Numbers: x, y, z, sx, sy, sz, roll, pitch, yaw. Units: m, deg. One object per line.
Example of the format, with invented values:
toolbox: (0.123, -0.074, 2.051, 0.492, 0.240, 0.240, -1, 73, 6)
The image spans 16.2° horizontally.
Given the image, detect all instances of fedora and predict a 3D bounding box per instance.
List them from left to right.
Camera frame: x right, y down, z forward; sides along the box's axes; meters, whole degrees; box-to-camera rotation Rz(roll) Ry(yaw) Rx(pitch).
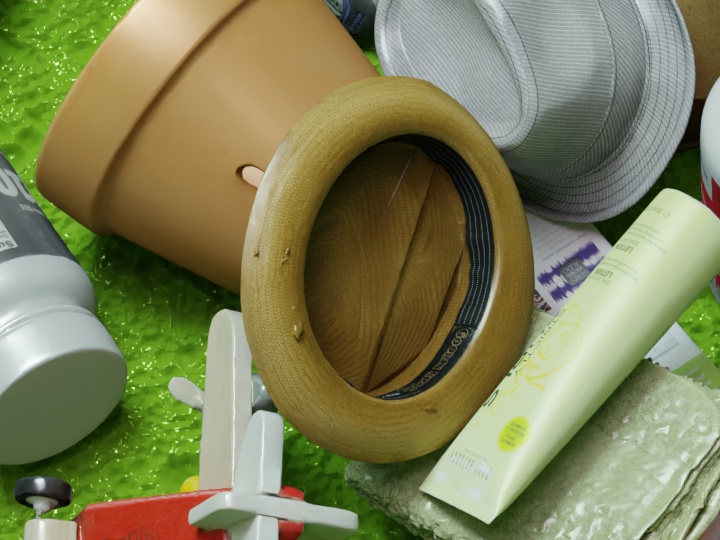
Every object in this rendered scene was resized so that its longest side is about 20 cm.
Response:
fedora: (0.000, 0.000, 1.308, 0.082, 0.201, 0.201, -3, 50, 52)
fedora: (0.079, -0.119, 1.379, 0.090, 0.177, 0.200, -9, 56, -43)

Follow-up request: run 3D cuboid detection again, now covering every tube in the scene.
tube: (0.111, 0.046, 1.286, 0.052, 0.058, 0.200, 39, 79, 16)

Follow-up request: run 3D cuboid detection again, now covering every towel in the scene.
towel: (0.099, 0.097, 1.311, 0.200, 0.037, 0.148, 23, 67, 36)

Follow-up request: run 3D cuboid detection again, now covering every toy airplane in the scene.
toy airplane: (-0.073, 0.145, 1.309, 0.200, 0.141, 0.199, -56, 44, 10)

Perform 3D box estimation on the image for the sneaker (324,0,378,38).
sneaker: (-0.021, -0.230, 1.575, 0.087, 0.075, 0.200, -26, 65, -21)

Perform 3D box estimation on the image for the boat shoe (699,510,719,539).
boat shoe: (0.170, 0.143, 1.312, 0.200, 0.071, 0.072, -41, 42, -1)

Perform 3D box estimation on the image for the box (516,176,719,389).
box: (0.100, 0.052, 1.400, 0.144, 0.036, 0.200, -32, 59, -10)

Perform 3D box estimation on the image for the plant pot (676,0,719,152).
plant pot: (0.163, -0.176, 1.455, 0.186, 0.186, 0.201, -6, 72, 5)

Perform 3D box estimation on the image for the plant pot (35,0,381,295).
plant pot: (-0.065, -0.078, 1.422, 0.140, 0.200, 0.200, 39, 71, 10)

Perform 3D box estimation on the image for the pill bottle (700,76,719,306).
pill bottle: (0.237, -0.052, 1.342, 0.112, 0.200, 0.113, -4, 59, 7)

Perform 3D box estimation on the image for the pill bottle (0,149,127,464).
pill bottle: (-0.220, 0.007, 1.430, 0.113, 0.113, 0.200, -31, 60, -10)
